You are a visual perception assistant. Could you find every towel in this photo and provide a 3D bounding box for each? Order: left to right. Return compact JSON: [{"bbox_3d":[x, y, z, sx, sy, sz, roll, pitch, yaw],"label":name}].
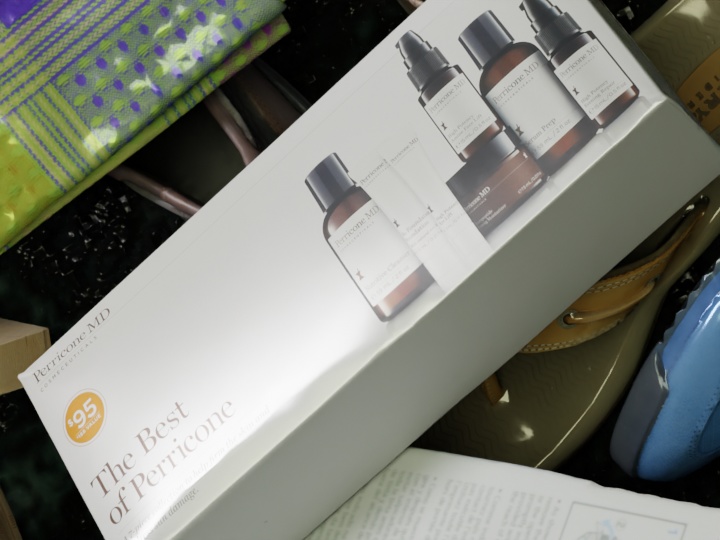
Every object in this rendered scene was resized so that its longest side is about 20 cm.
[{"bbox_3d":[-0.128,-0.106,0.717,0.143,0.023,0.200,-37,108,-1],"label":"towel"}]

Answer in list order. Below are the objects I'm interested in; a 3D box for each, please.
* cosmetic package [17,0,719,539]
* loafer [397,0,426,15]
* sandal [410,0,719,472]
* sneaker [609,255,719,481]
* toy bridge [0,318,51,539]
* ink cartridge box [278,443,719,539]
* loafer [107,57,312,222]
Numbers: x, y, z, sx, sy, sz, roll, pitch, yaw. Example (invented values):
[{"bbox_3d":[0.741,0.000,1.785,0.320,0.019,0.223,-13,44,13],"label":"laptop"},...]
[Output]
[{"bbox_3d":[0.000,0.000,0.721,0.200,0.051,0.083,-42,53,11],"label":"cosmetic package"},{"bbox_3d":[0.004,-0.157,0.765,0.073,0.071,0.201,-27,81,15],"label":"loafer"},{"bbox_3d":[0.068,-0.014,0.749,0.080,0.054,0.200,45,107,14],"label":"sandal"},{"bbox_3d":[0.153,-0.004,0.720,0.078,0.066,0.200,42,100,10],"label":"sneaker"},{"bbox_3d":[-0.124,0.025,0.800,0.067,0.027,0.202,9,111,48],"label":"toy bridge"},{"bbox_3d":[0.023,0.133,0.692,0.199,0.047,0.161,7,67,42],"label":"ink cartridge box"},{"bbox_3d":[-0.090,-0.074,0.796,0.199,0.063,0.072,36,100,15],"label":"loafer"}]
